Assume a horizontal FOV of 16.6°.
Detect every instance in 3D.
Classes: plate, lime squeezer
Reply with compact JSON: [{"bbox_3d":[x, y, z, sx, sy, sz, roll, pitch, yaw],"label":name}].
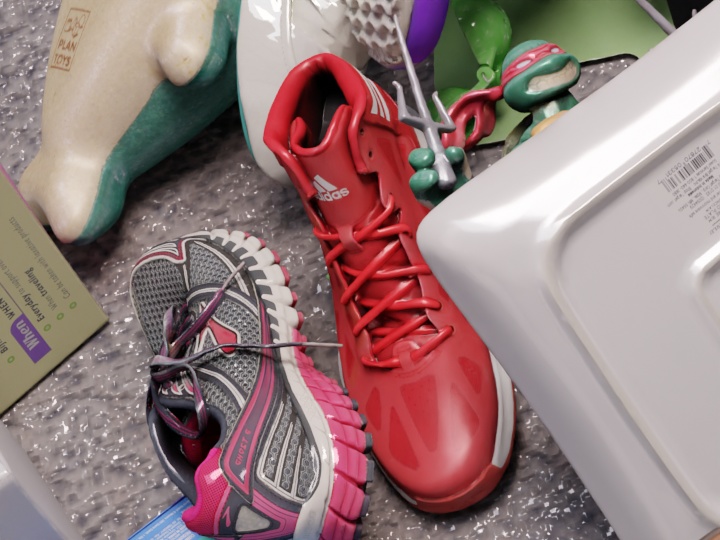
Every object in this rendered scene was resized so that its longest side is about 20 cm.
[{"bbox_3d":[0.154,0.007,0.954,0.199,0.200,0.032,-36,11,-6],"label":"plate"},{"bbox_3d":[0.032,-0.088,1.135,0.071,0.038,0.200,8,79,3],"label":"lime squeezer"}]

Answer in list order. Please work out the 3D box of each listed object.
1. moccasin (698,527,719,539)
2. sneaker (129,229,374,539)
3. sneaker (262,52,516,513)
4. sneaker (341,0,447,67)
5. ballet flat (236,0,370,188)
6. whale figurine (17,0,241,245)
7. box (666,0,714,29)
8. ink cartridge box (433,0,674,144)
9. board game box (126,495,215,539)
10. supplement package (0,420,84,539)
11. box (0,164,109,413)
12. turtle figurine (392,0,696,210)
[{"bbox_3d":[0.193,0.123,0.923,0.201,0.074,0.078,-17,42,-3],"label":"moccasin"},{"bbox_3d":[-0.061,0.044,1.047,0.075,0.081,0.200,2,28,-25],"label":"sneaker"},{"bbox_3d":[0.000,0.000,1.039,0.078,0.116,0.200,-25,62,14],"label":"sneaker"},{"bbox_3d":[0.050,-0.185,1.060,0.099,0.200,0.070,2,10,-23],"label":"sneaker"},{"bbox_3d":[-0.016,-0.139,1.123,0.069,0.069,0.200,1,83,23],"label":"ballet flat"},{"bbox_3d":[-0.094,-0.100,1.193,0.159,0.104,0.200,16,82,62],"label":"whale figurine"},{"bbox_3d":[0.209,-0.160,1.074,0.079,0.141,0.200,10,60,30],"label":"box"},{"bbox_3d":[0.096,-0.159,1.181,0.145,0.048,0.200,-10,50,14],"label":"ink cartridge box"},{"bbox_3d":[-0.054,0.189,0.969,0.152,0.045,0.200,-36,48,-23],"label":"board game box"},{"bbox_3d":[-0.227,0.137,1.050,0.200,0.117,0.117,-36,50,-6],"label":"supplement package"},{"bbox_3d":[-0.244,0.014,1.108,0.200,0.176,0.097,-42,51,-10],"label":"box"},{"bbox_3d":[0.103,-0.037,1.023,0.150,0.101,0.200,-29,78,-1],"label":"turtle figurine"}]
